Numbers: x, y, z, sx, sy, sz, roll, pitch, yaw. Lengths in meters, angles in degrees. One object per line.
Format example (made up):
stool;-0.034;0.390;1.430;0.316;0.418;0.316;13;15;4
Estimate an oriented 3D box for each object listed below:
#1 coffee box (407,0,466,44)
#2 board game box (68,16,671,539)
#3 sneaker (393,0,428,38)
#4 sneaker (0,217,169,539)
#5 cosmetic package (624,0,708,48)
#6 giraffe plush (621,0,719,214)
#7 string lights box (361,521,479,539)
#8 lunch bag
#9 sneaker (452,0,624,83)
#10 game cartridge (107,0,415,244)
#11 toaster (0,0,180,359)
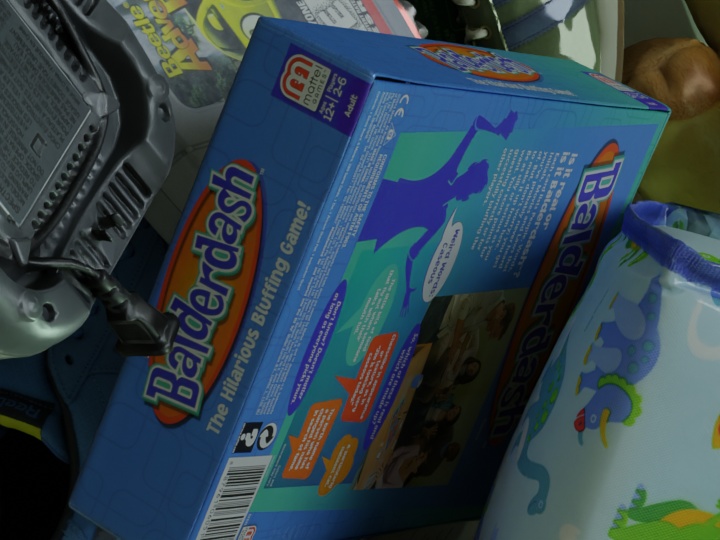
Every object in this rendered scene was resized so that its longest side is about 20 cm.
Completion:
coffee box;0.054;-0.129;1.141;0.200;0.044;0.123;-20;98;-52
board game box;0.009;0.007;0.889;0.200;0.045;0.153;1;114;-61
sneaker;0.000;0.000;1.033;0.093;0.070;0.200;-32;110;-27
sneaker;-0.079;0.022;0.913;0.078;0.066;0.201;31;58;-43
cosmetic package;0.097;-0.169;1.127;0.083;0.051;0.201;-46;117;-48
giraffe plush;0.175;-0.040;1.025;0.172;0.162;0.201;14;85;-9
string lights box;0.051;0.184;1.047;0.200;0.059;0.103;61;41;-23
lunch bag;0.097;0.071;0.910;0.127;0.200;0.171;20;95;-10
sneaker;0.047;-0.115;1.049;0.089;0.067;0.201;4;97;-17
game cartridge;-0.054;-0.091;0.938;0.133;0.041;0.200;-22;77;-44
toaster;-0.144;-0.047;0.793;0.200;0.129;0.114;52;45;-30
